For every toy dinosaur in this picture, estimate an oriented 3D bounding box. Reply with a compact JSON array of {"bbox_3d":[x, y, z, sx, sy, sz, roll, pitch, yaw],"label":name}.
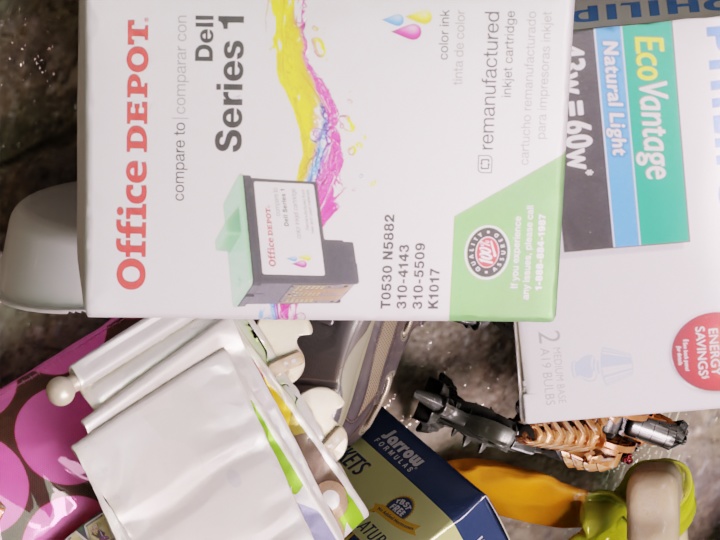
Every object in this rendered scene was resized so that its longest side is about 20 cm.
[{"bbox_3d":[0.106,0.059,1.453,0.103,0.135,0.200,-64,170,-9],"label":"toy dinosaur"}]

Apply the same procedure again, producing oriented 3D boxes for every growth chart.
[{"bbox_3d":[-0.062,0.106,1.324,0.144,0.018,0.201,-23,94,-27],"label":"growth chart"}]

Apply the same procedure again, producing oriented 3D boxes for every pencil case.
[{"bbox_3d":[-0.150,0.086,1.351,0.199,0.091,0.094,-32,88,-17],"label":"pencil case"}]

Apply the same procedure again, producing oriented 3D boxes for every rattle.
[{"bbox_3d":[0.119,0.202,1.489,0.142,0.130,0.202,-1,94,-7],"label":"rattle"}]

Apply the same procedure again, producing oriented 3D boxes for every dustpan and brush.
[{"bbox_3d":[-0.144,-0.004,1.306,0.198,0.140,0.058,1,107,-4],"label":"dustpan and brush"}]

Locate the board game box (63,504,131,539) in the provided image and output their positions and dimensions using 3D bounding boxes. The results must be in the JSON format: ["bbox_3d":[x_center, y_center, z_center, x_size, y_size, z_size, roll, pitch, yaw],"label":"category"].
[{"bbox_3d":[-0.178,0.189,1.364,0.200,0.024,0.105,-37,162,1],"label":"board game box"}]

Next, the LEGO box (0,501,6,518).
[{"bbox_3d":[-0.251,0.113,1.226,0.077,0.200,0.150,21,101,-36],"label":"LEGO box"}]

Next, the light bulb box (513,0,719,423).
[{"bbox_3d":[0.125,-0.061,1.346,0.124,0.200,0.199,-5,114,5],"label":"light bulb box"}]

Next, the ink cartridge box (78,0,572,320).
[{"bbox_3d":[-0.018,-0.058,1.177,0.198,0.084,0.146,0,107,-5],"label":"ink cartridge box"}]

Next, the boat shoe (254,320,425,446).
[{"bbox_3d":[0.000,0.000,1.418,0.073,0.074,0.201,14,101,-61],"label":"boat shoe"}]

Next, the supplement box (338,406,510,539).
[{"bbox_3d":[-0.009,0.213,1.461,0.199,0.134,0.201,-37,126,-12],"label":"supplement box"}]
